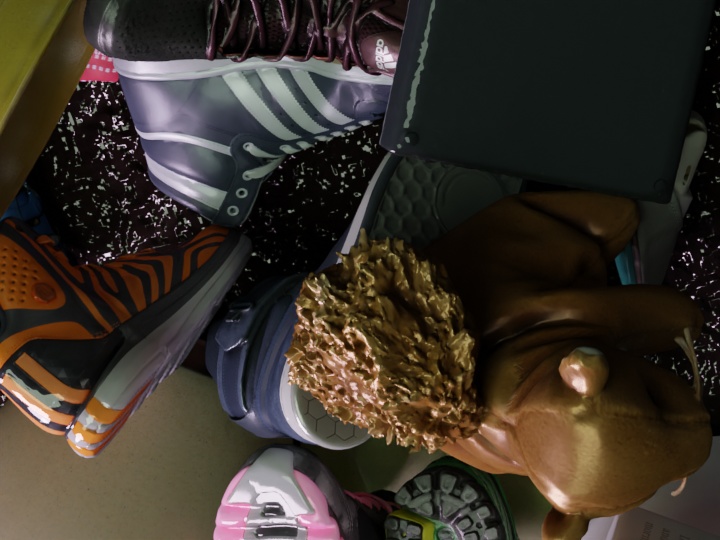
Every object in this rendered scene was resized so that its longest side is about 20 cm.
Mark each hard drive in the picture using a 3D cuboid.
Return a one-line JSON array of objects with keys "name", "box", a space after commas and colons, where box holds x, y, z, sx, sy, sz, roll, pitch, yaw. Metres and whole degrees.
[{"name": "hard drive", "box": [0.097, -0.139, 1.287, 0.139, 0.033, 0.200, 10, 98, -13]}]

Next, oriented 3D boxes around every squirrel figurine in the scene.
[{"name": "squirrel figurine", "box": [0.062, 0.052, 1.255, 0.200, 0.187, 0.142, 7, 111, -14]}]

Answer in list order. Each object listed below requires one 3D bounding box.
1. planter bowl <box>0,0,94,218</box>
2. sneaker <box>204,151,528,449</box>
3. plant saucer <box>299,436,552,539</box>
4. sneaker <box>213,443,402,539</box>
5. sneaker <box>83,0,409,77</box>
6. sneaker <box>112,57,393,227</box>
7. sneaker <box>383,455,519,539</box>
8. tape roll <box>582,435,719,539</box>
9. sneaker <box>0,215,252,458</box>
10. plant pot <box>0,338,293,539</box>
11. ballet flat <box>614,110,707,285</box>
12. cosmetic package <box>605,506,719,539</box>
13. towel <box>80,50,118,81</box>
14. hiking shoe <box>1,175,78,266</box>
[{"name": "planter bowl", "box": [-0.190, -0.098, 1.352, 0.083, 0.200, 0.200, 28, 123, 0]}, {"name": "sneaker", "box": [-0.002, -0.001, 1.422, 0.077, 0.202, 0.146, 38, 163, -16]}, {"name": "plant saucer", "box": [0.063, 0.101, 1.488, 0.200, 0.031, 0.200, 11, 117, 22]}, {"name": "sneaker", "box": [-0.012, 0.141, 1.446, 0.079, 0.095, 0.200, 10, 144, 26]}, {"name": "sneaker", "box": [-0.023, -0.122, 1.318, 0.116, 0.200, 0.076, 46, 141, 32]}, {"name": "sneaker", "box": [-0.027, -0.080, 1.432, 0.200, 0.070, 0.109, 3, 122, 18]}, {"name": "sneaker", "box": [0.066, 0.191, 1.456, 0.078, 0.085, 0.200, -2, 102, 18]}, {"name": "tape roll", "box": [0.187, 0.201, 1.384, 0.202, 0.139, 0.203, 6, 118, 12]}, {"name": "sneaker", "box": [-0.132, 0.006, 1.400, 0.112, 0.200, 0.078, 35, 119, 3]}, {"name": "plant pot", "box": [-0.111, 0.106, 1.500, 0.200, 0.200, 0.135, 25, 99, 15]}, {"name": "ballet flat", "box": [0.137, -0.080, 1.353, 0.064, 0.067, 0.200, -17, 108, 1]}, {"name": "cosmetic package", "box": [0.172, 0.237, 1.233, 0.200, 0.165, 0.165, 20, 120, 6]}, {"name": "towel", "box": [-0.159, -0.171, 1.402, 0.022, 0.144, 0.200, 62, 141, 38]}, {"name": "hiking shoe", "box": [-0.217, -0.064, 1.531, 0.087, 0.074, 0.200, -38, 92, 35]}]
